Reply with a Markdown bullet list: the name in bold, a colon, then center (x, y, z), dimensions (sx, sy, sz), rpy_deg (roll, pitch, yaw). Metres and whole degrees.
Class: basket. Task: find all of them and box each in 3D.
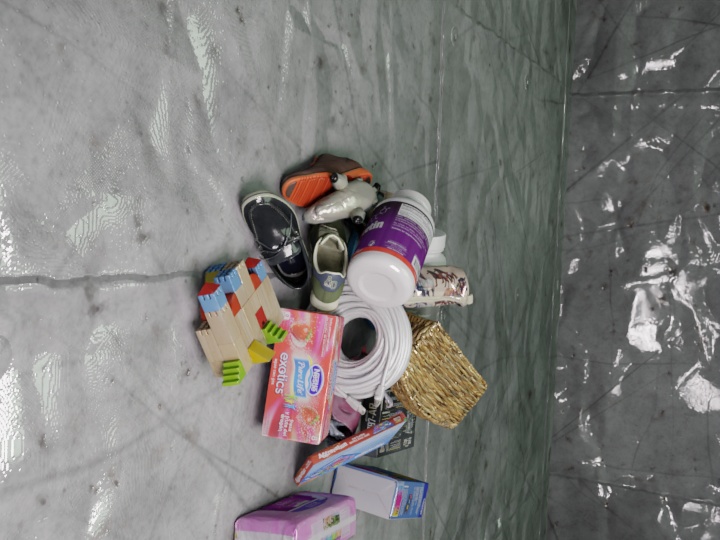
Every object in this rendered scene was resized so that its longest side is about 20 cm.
- **basket**: center (0.112, 0.191, 1.452), dimensions (0.143, 0.149, 0.200), rpy_deg (-47, 118, -15)

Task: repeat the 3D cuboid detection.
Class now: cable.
- **cable**: center (-0.006, 0.115, 1.303), dimensions (0.201, 0.199, 0.069), rpy_deg (-61, 157, 3)

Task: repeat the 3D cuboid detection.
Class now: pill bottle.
- **pill bottle**: center (0.111, 0.017, 1.552), dimensions (0.114, 0.113, 0.201), rpy_deg (-25, 125, -60)
- **pill bottle**: center (0.056, -0.042, 1.264), dimensions (0.201, 0.112, 0.113), rpy_deg (-67, 148, -43)

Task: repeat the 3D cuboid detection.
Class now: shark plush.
- **shark plush**: center (-0.021, -0.125, 1.314), dimensions (0.091, 0.083, 0.200), rpy_deg (54, 33, -5)

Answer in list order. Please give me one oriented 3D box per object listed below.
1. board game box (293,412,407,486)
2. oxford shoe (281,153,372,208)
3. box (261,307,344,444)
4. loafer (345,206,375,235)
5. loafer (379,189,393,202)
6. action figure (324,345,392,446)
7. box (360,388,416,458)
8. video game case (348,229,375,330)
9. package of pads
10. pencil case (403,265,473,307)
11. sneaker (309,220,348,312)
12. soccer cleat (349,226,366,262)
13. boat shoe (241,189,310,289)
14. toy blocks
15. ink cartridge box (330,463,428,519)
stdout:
- **board game box**: center (-0.017, 0.313, 1.351), dimensions (0.199, 0.019, 0.103), rpy_deg (-18, 152, -33)
- **oxford shoe**: center (-0.069, -0.157, 1.308), dimensions (0.199, 0.073, 0.071), rpy_deg (-12, 144, -50)
- **box**: center (-0.089, 0.165, 1.227), dimensions (0.103, 0.094, 0.201), rpy_deg (41, 57, -83)
- **loafer**: center (0.030, -0.095, 1.452), dimensions (0.200, 0.071, 0.073), rpy_deg (55, 48, -29)
- **loafer**: center (0.063, -0.094, 1.563), dimensions (0.200, 0.063, 0.072), rpy_deg (55, 45, -51)
- **action figure**: center (-0.029, 0.220, 1.415), dimensions (0.149, 0.134, 0.201), rpy_deg (38, 57, -27)
- **box**: center (0.065, 0.305, 1.644), dimensions (0.200, 0.043, 0.161), rpy_deg (10, 85, -63)
- **video game case**: center (0.015, 0.014, 1.533), dimensions (0.200, 0.018, 0.144), rpy_deg (53, 48, -53)
- **package of pads**: center (-0.102, 0.414, 1.241), dimensions (0.200, 0.120, 0.076), rpy_deg (3, 85, -63)
- **pencil case**: center (0.109, 0.036, 1.448), dimensions (0.078, 0.199, 0.090), rpy_deg (104, -22, -45)
- **sneaker**: center (-0.047, -0.036, 1.265), dimensions (0.090, 0.067, 0.201), rpy_deg (108, -14, -49)
- **soccer cleat**: center (0.000, 0.000, 1.395), dimensions (0.201, 0.066, 0.076), rpy_deg (-63, 170, 10)
- **boat shoe**: center (-0.122, -0.044, 1.180), dimensions (0.200, 0.074, 0.062), rpy_deg (68, 3, -47)
- **toy blocks**: center (-0.177, 0.050, 1.088), dimensions (0.200, 0.099, 0.137), rpy_deg (-60, 136, -59)
- **ink cartridge box**: center (0.045, 0.435, 1.520), dimensions (0.200, 0.136, 0.077), rpy_deg (35, 68, -60)
